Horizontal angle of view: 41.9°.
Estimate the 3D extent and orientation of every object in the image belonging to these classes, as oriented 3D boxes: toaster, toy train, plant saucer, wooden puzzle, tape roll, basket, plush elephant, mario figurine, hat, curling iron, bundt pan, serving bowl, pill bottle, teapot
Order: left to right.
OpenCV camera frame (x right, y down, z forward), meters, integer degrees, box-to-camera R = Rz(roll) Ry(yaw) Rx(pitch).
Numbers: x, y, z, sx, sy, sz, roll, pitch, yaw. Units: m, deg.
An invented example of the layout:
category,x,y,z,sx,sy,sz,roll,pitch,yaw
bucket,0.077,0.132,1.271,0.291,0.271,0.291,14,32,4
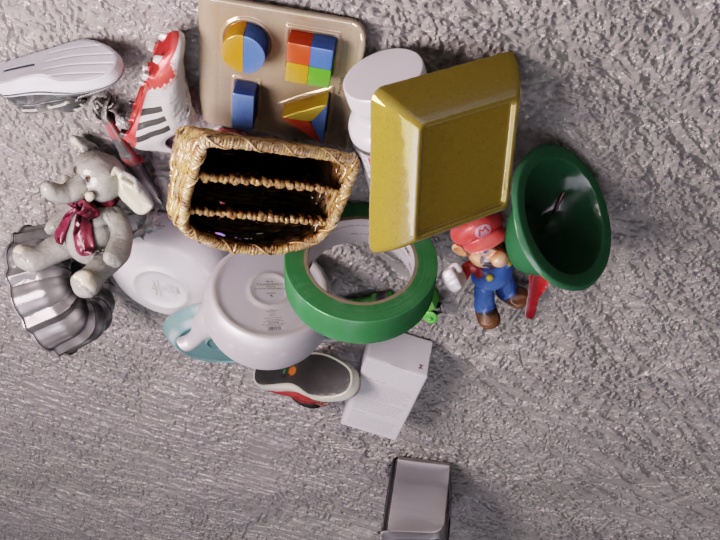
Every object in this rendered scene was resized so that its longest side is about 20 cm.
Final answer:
category,x,y,z,sx,sy,sz,roll,pitch,yaw
bundt pan,-0.427,0.018,1.375,0.075,0.203,0.203,-18,132,14
plush elephant,-0.356,-0.085,1.241,0.164,0.199,0.156,25,136,38
curling iron,-0.303,-0.156,1.253,0.025,0.050,0.201,-8,141,12
serving bowl,-0.289,0.005,1.409,0.198,0.066,0.201,7,139,6
plant saucer,-0.211,0.104,1.481,0.198,0.028,0.201,-2,153,-1
basket,-0.121,-0.086,1.111,0.198,0.149,0.144,5,100,-25
teapot,-0.129,0.068,1.348,0.199,0.198,0.147,32,145,16
wooden puzzle,-0.100,-0.225,1.112,0.198,0.047,0.186,13,139,2
tape roll,0.000,0.000,1.217,0.198,0.202,0.048,10,139,5
toy train,0.029,0.059,1.401,0.198,0.042,0.057,-10,124,25
pill bottle,0.051,-0.148,1.102,0.115,0.117,0.201,-3,137,19
toaster,0.103,0.455,1.723,0.117,0.201,0.182,3,131,9
plant saucer,0.104,-0.122,1.044,0.048,0.199,0.202,38,139,44
mario figurine,0.176,0.001,1.236,0.105,0.124,0.201,7,145,27
hat,0.196,-0.036,1.171,0.164,0.202,0.175,-10,176,-36

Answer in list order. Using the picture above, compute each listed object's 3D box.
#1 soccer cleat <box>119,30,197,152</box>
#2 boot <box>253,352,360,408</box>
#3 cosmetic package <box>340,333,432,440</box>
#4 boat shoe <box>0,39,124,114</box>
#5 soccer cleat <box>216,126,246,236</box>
category,x,y,z,sx,sy,sz,roll,pitch,yaw
soccer cleat,-0.233,-0.214,1.152,0.084,0.069,0.200,16,142,-20
boot,-0.056,0.188,1.521,0.198,0.073,0.144,1,157,37
cosmetic package,0.040,0.182,1.510,0.100,0.072,0.201,17,139,-2
boat shoe,-0.364,-0.235,1.169,0.198,0.073,0.071,3,148,29
soccer cleat,-0.182,-0.099,1.251,0.066,0.077,0.201,14,138,4
